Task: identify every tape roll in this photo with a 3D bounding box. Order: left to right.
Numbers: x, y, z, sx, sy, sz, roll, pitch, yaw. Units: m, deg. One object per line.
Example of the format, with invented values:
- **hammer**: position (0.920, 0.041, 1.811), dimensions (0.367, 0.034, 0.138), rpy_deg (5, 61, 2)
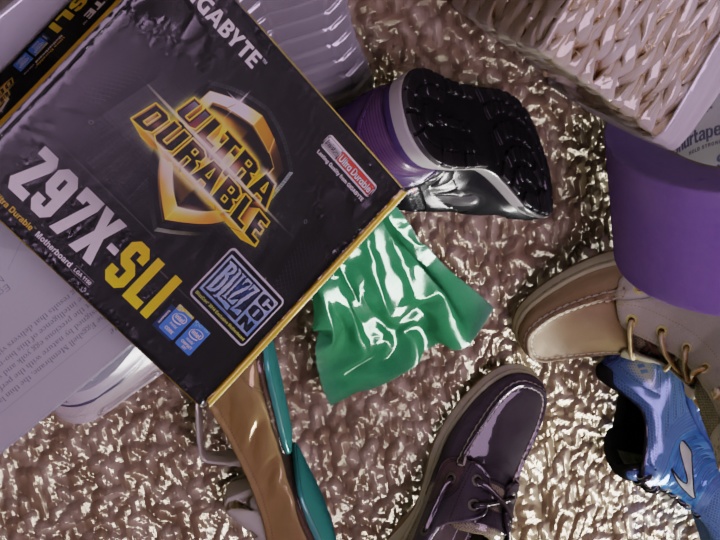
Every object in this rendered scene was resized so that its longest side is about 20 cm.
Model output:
- **tape roll**: position (0.252, -0.054, 1.334), dimensions (0.199, 0.200, 0.085), rpy_deg (-20, 118, -21)

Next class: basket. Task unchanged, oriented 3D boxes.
- **basket**: position (0.163, -0.195, 1.267), dimensions (0.123, 0.136, 0.200), rpy_deg (28, 95, -31)

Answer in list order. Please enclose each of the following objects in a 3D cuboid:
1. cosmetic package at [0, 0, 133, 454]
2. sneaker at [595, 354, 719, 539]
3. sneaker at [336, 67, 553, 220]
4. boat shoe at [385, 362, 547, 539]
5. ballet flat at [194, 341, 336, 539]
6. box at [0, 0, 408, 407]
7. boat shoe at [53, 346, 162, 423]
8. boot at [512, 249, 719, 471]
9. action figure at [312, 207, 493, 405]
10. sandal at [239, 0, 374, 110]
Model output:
- **cosmetic package**: position (-0.190, -0.047, 1.132), dimensions (0.199, 0.123, 0.200), rpy_deg (-39, 124, -10)
- **sneaker**: position (0.211, 0.124, 1.472), dimensions (0.089, 0.079, 0.200), rpy_deg (-29, 114, -8)
- **sneaker**: position (0.042, -0.069, 1.293), dimensions (0.200, 0.087, 0.076), rpy_deg (21, 57, -56)
- **boat shoe**: position (0.070, 0.157, 1.404), dimensions (0.072, 0.065, 0.200), rpy_deg (28, 95, -35)
- **ballet flat**: position (-0.063, 0.117, 1.322), dimensions (0.063, 0.069, 0.201), rpy_deg (-12, 120, 6)
- **box**: position (-0.092, -0.050, 1.087), dimensions (0.160, 0.049, 0.200), rpy_deg (-46, 126, -4)
- **boat shoe**: position (-0.106, 0.014, 1.247), dimensions (0.200, 0.071, 0.070), rpy_deg (-45, 160, -19)
- **boot**: position (0.203, 0.060, 1.355), dimensions (0.199, 0.155, 0.072), rpy_deg (-13, 141, 4)
- **action figure**: position (0.000, 0.000, 1.262), dimensions (0.118, 0.055, 0.200), rpy_deg (-34, 148, -2)
- **sandal**: position (-0.046, -0.149, 1.217), dimensions (0.082, 0.050, 0.203), rpy_deg (-33, 138, -18)
